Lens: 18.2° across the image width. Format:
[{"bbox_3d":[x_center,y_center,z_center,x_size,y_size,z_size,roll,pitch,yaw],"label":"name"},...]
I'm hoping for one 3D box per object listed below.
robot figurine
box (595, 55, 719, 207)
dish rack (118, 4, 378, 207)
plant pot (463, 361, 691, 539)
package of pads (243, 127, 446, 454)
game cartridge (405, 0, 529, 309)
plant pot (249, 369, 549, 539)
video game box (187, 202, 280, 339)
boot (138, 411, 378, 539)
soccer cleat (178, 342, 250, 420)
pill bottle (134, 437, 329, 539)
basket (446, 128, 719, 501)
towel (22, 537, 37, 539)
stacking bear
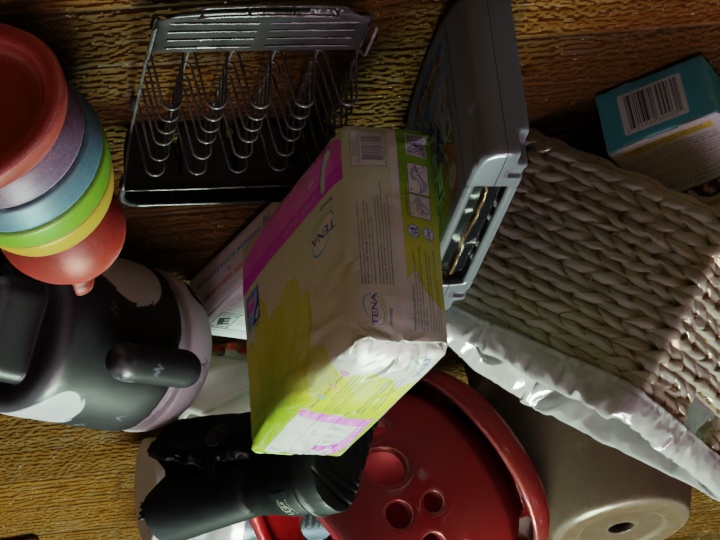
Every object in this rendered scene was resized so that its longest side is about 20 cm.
[{"bbox_3d":[-0.195,0.045,1.573,0.200,0.151,0.125,14,133,-44],"label":"robot figurine"},{"bbox_3d":[0.242,-0.075,1.577,0.082,0.049,0.200,-21,150,20],"label":"box"},{"bbox_3d":[-0.070,-0.104,1.402,0.153,0.055,0.200,-4,158,-14],"label":"dish rack"},{"bbox_3d":[0.194,0.129,1.812,0.199,0.175,0.200,-8,151,-5],"label":"plant pot"},{"bbox_3d":[-0.015,0.021,1.427,0.068,0.155,0.200,6,153,-21],"label":"package of pads"},{"bbox_3d":[0.062,-0.078,1.422,0.041,0.134,0.200,-3,152,-13],"label":"game cartridge"},{"bbox_3d":[0.032,0.185,1.750,0.182,0.200,0.201,-35,159,-21],"label":"plant pot"},{"bbox_3d":[0.000,0.000,1.642,0.199,0.047,0.182,9,150,-32],"label":"video game box"},{"bbox_3d":[-0.065,0.100,1.599,0.168,0.201,0.076,-11,134,35],"label":"boot"},{"bbox_3d":[-0.054,0.098,1.703,0.199,0.078,0.069,2,173,33],"label":"soccer cleat"},{"bbox_3d":[-0.083,0.183,1.877,0.199,0.120,0.120,0,151,-17],"label":"pill bottle"},{"bbox_3d":[0.182,0.032,1.547,0.161,0.200,0.198,-59,143,-5],"label":"basket"},{"bbox_3d":[-0.387,0.296,2.094,0.199,0.023,0.144,-9,151,-2],"label":"towel"},{"bbox_3d":[-0.204,-0.056,1.386,0.113,0.122,0.200,-10,153,8],"label":"stacking bear"}]
